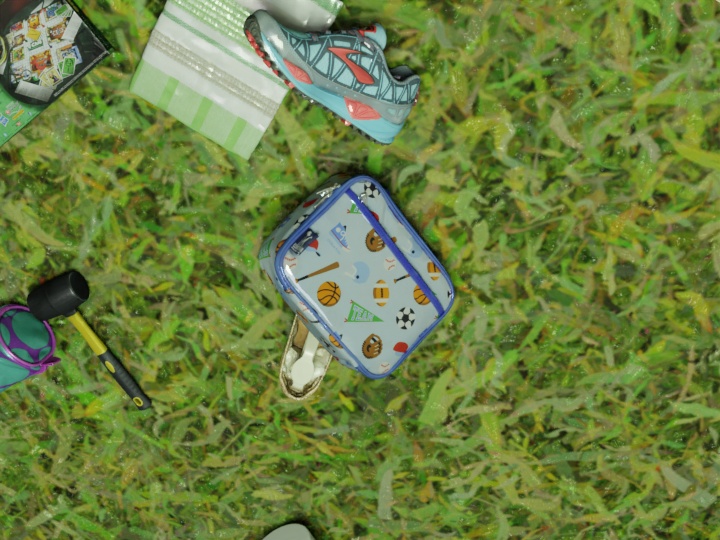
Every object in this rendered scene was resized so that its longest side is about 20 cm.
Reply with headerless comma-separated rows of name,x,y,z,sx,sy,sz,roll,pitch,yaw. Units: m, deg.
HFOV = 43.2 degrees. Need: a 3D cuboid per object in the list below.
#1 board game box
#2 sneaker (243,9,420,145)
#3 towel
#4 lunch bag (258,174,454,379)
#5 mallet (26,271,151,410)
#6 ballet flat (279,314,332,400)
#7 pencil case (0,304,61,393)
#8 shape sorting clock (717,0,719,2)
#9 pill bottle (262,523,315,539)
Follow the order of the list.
board game box,-0.358,-0.206,0.931,0.199,0.024,0.105,-33,113,18
sneaker,-0.022,-0.204,0.865,0.199,0.079,0.096,26,106,-41
towel,-0.127,-0.226,0.904,0.149,0.031,0.200,31,118,-9
lunch bag,0.000,0.000,0.954,0.160,0.075,0.200,-44,112,-14
mallet,-0.319,0.093,1.076,0.065,0.041,0.201,-17,119,11
ballet flat,-0.046,0.065,1.023,0.070,0.065,0.201,14,117,-1
pencil case,-0.450,0.128,1.074,0.200,0.085,0.093,-38,93,21
shape sorting clock,0.387,-0.293,0.774,0.199,0.039,0.200,-7,151,-4
pill bottle,-0.057,0.431,1.182,0.119,0.120,0.201,-23,113,15
